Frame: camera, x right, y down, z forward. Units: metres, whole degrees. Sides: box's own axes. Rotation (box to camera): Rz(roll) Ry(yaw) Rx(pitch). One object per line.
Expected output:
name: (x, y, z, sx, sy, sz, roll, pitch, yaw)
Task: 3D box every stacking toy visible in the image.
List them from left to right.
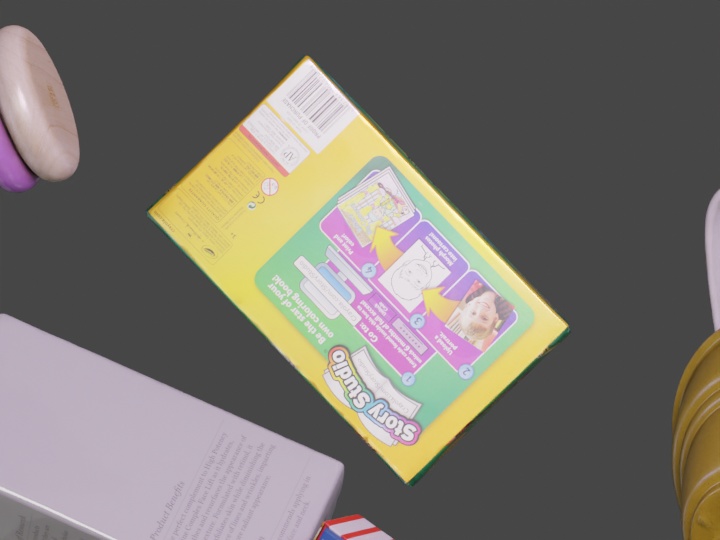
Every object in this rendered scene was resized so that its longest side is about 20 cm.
stacking toy: (-0.252, -0.057, 1.505, 0.199, 0.085, 0.086, -20, 89, 7)

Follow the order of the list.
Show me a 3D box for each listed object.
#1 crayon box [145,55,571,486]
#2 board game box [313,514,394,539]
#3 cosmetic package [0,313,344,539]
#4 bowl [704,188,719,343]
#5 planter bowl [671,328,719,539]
crayon box: (0.000, 0.000, 1.496, 0.119, 0.058, 0.200, -44, 88, 3)
board game box: (0.002, 0.246, 1.418, 0.151, 0.046, 0.200, 34, 104, 20)
cosmetic package: (-0.120, 0.114, 1.479, 0.200, 0.074, 0.102, 24, 54, 5)
bowl: (0.278, 0.031, 1.425, 0.199, 0.075, 0.201, 3, 116, 38)
planter bowl: (0.220, 0.124, 1.413, 0.200, 0.083, 0.201, 21, 128, 30)
